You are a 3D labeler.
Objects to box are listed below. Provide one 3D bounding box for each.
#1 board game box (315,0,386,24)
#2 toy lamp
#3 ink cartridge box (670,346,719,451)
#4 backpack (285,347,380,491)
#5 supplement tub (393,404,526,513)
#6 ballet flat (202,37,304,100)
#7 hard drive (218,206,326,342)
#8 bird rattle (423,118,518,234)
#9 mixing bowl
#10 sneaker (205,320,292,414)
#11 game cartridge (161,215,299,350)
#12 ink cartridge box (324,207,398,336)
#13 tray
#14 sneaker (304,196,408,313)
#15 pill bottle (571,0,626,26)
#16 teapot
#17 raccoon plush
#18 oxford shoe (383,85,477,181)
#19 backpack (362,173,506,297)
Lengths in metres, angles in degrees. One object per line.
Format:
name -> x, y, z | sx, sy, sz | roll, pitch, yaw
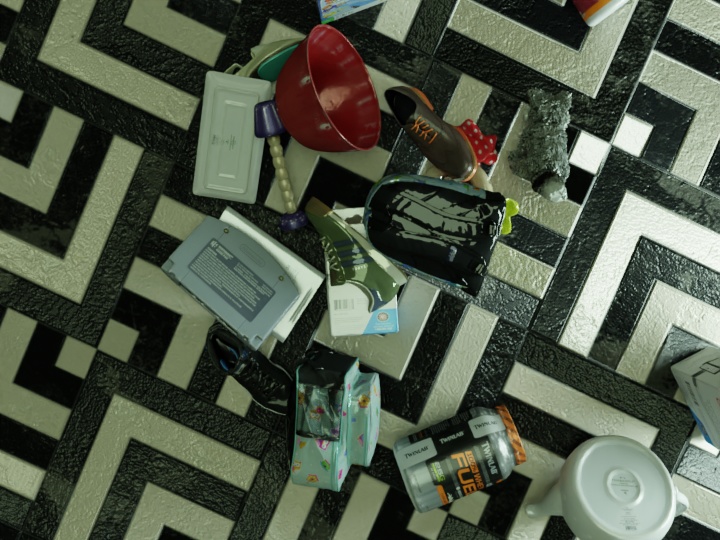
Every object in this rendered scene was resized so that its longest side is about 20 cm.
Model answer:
board game box -> 0.022, -0.453, 1.319 | 0.196, 0.135, 0.035 | -20, 89, 1
toy lamp -> -0.129, -0.169, 1.350 | 0.057, 0.058, 0.204 | -11, 111, 0
ink cartridge box -> 0.587, 0.215, 1.327 | 0.083, 0.200, 0.148 | -26, 93, 1
backpack -> -0.045, 0.245, 1.340 | 0.150, 0.176, 0.205 | 13, 97, 3
supplement tub -> 0.161, 0.300, 1.369 | 0.196, 0.123, 0.125 | -23, 93, 1
ballet flat -> -0.174, -0.323, 1.366 | 0.199, 0.069, 0.070 | -39, 93, 3
hard drive -> -0.173, 0.007, 1.399 | 0.198, 0.025, 0.133 | 35, 92, -2
bird rattle -> 0.163, -0.130, 1.361 | 0.161, 0.112, 0.204 | -24, 90, 17
mixing bowl -> -0.064, -0.265, 1.319 | 0.107, 0.199, 0.204 | -19, 94, 29
sneaker -> -0.180, 0.169, 1.365 | 0.200, 0.112, 0.073 | 44, 93, -2
game cartridge -> -0.200, 0.014, 1.343 | 0.199, 0.042, 0.134 | 40, 65, 2
ink cartridge box -> 0.000, 0.000, 1.379 | 0.113, 0.067, 0.205 | -3, 93, 0
tray -> -0.207, -0.209, 1.355 | 0.105, 0.022, 0.204 | 8, 110, -8
sneaker -> -0.025, -0.017, 1.309 | 0.199, 0.067, 0.090 | 40, 87, -5
pill bottle -> 0.355, -0.501, 1.331 | 0.112, 0.113, 0.202 | -34, 92, 2
teapot -> 0.407, 0.375, 1.368 | 0.199, 0.147, 0.197 | 40, 62, 20
raccoon plush -> 0.305, -0.201, 1.312 | 0.094, 0.201, 0.137 | 2, 115, -17
oxford shoe -> 0.105, -0.214, 1.326 | 0.201, 0.072, 0.072 | 49, 116, 26
backpack -> 0.099, -0.070, 1.278 | 0.195, 0.154, 0.167 | 9, 109, -13
